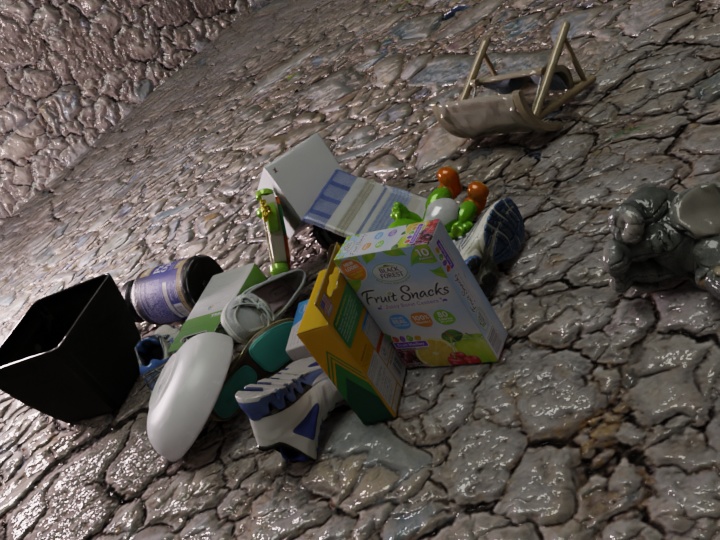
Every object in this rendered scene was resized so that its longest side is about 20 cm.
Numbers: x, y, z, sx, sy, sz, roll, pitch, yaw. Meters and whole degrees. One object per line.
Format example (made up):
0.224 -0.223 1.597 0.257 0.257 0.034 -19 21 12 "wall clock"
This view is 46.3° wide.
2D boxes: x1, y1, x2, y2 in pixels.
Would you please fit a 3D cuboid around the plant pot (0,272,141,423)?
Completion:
-0.502 0.154 1.492 0.199 0.178 0.200 -17 32 26 "plant pot"

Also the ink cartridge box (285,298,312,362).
0.001 0.071 1.216 0.199 0.068 0.116 -21 31 21 "ink cartridge box"

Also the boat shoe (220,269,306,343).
-0.152 0.051 1.348 0.065 0.074 0.202 -42 -4 31 "boat shoe"

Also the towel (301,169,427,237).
0.023 -0.091 1.380 0.199 0.024 0.147 20 48 11 "towel"

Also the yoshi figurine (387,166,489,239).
0.104 -0.073 1.265 0.200 0.112 0.112 -50 16 -21 "yoshi figurine"

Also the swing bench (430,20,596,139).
0.268 -0.313 1.485 0.199 0.130 0.200 6 52 49 "swing bench"

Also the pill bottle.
-0.357 0.042 1.587 0.199 0.112 0.112 -13 34 33 "pill bottle"

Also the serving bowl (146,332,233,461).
-0.262 0.175 1.240 0.200 0.066 0.200 -53 20 28 "serving bowl"

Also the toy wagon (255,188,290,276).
-0.149 -0.063 1.450 0.039 0.200 0.156 -10 69 -9 "toy wagon"

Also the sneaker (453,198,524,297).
0.158 -0.029 1.191 0.085 0.077 0.200 -4 39 49 "sneaker"

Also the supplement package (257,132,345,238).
-0.105 -0.149 1.536 0.117 0.117 0.200 -34 0 -12 "supplement package"

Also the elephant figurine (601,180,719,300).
0.385 -0.025 0.936 0.199 0.156 0.141 6 3 36 "elephant figurine"

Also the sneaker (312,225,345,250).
-0.027 -0.061 1.461 0.099 0.071 0.200 -35 24 5 "sneaker"

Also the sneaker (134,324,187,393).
-0.344 0.137 1.452 0.077 0.085 0.200 -32 27 3 "sneaker"

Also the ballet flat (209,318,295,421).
-0.166 0.147 1.281 0.071 0.071 0.200 7 48 51 "ballet flat"

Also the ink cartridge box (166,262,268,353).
-0.242 0.081 1.461 0.104 0.059 0.200 -15 33 31 "ink cartridge box"

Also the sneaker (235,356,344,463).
-0.074 0.186 1.107 0.080 0.116 0.199 0 13 43 "sneaker"

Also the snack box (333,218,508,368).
0.077 0.035 1.052 0.142 0.200 0.053 -10 36 36 "snack box"

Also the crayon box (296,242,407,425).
-0.012 0.081 1.072 0.051 0.200 0.126 -18 31 26 "crayon box"

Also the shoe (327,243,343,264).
0.000 0.000 1.352 0.053 0.070 0.200 0 13 -25 "shoe"
